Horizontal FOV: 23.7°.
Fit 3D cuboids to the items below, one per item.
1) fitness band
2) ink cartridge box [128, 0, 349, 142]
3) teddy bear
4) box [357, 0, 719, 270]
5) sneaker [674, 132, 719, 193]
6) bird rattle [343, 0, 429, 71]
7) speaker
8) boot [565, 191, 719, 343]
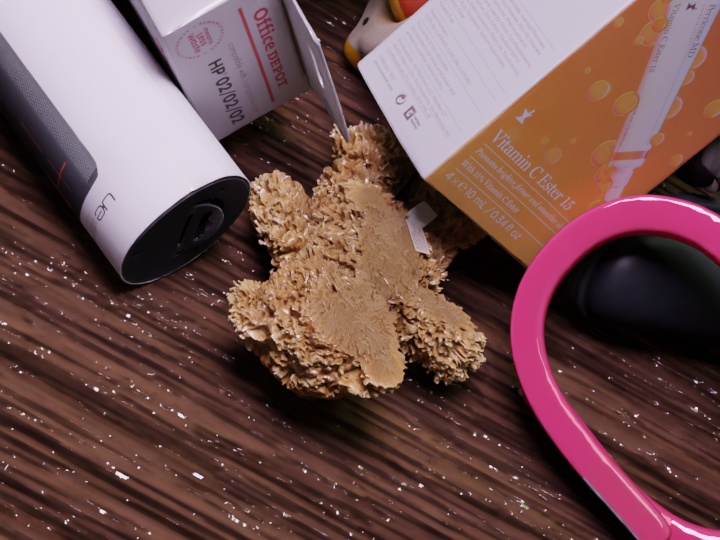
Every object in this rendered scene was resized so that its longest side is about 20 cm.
[{"bbox_3d":[0.165,0.057,0.871,0.143,0.037,0.200,-40,82,3],"label":"fitness band"},{"bbox_3d":[-0.086,-0.149,0.877,0.067,0.115,0.201,-29,66,-4],"label":"ink cartridge box"},{"bbox_3d":[0.000,0.000,0.881,0.144,0.067,0.201,28,42,-21],"label":"teddy bear"},{"bbox_3d":[0.120,-0.112,0.883,0.124,0.200,0.098,35,20,-46],"label":"box"},{"bbox_3d":[0.159,-0.099,0.997,0.086,0.077,0.200,2,22,-4],"label":"sneaker"},{"bbox_3d":[0.066,-0.175,0.966,0.113,0.199,0.164,41,69,-32],"label":"bird rattle"},{"bbox_3d":[-0.140,-0.092,0.860,0.081,0.081,0.201,-26,71,-38],"label":"speaker"},{"bbox_3d":[0.231,0.032,0.923,0.198,0.077,0.168,-3,34,-35],"label":"boot"}]
